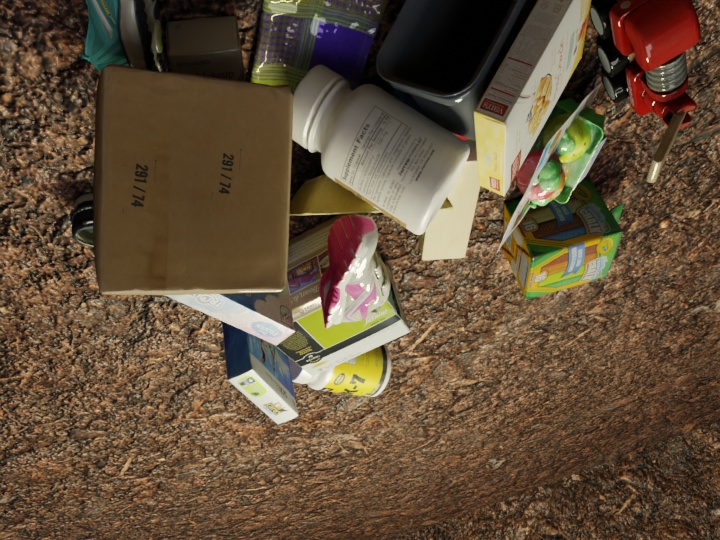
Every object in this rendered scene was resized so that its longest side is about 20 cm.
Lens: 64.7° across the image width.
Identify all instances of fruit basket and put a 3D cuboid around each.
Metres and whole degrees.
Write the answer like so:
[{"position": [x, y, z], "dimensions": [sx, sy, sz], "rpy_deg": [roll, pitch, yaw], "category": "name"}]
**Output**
[{"position": [0.264, -0.138, 0.785], "dimensions": [0.092, 0.201, 0.188], "rpy_deg": [28, 140, 14], "category": "fruit basket"}]

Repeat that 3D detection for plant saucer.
[{"position": [0.002, -0.103, 0.775], "dimensions": [0.193, 0.200, 0.050], "rpy_deg": [-4, 96, -15], "category": "plant saucer"}]

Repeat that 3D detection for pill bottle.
[{"position": [-0.046, 0.180, 1.118], "dimensions": [0.195, 0.117, 0.115], "rpy_deg": [15, 134, -32], "category": "pill bottle"}, {"position": [0.016, -0.141, 0.646], "dimensions": [0.197, 0.115, 0.116], "rpy_deg": [33, 135, 7], "category": "pill bottle"}]

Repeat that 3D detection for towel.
[{"position": [-0.046, -0.271, 0.646], "dimensions": [0.139, 0.023, 0.202], "rpy_deg": [3, 138, -24], "category": "towel"}]

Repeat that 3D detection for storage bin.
[{"position": [0.119, -0.249, 0.618], "dimensions": [0.204, 0.143, 0.134], "rpy_deg": [-61, 147, -4], "category": "storage bin"}]

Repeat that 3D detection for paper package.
[{"position": [-0.166, -0.084, 0.569], "dimensions": [0.184, 0.103, 0.208], "rpy_deg": [0, 95, -22], "category": "paper package"}]

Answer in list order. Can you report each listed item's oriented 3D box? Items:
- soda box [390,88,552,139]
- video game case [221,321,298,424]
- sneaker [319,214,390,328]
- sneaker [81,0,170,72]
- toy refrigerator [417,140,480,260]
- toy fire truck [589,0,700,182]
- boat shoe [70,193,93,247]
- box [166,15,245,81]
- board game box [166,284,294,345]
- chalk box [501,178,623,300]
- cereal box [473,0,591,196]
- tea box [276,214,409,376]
[{"position": [0.138, -0.211, 0.728], "dimensions": [0.193, 0.070, 0.064], "rpy_deg": [-8, 172, -9], "category": "soda box"}, {"position": [-0.167, 0.120, 0.930], "dimensions": [0.044, 0.204, 0.183], "rpy_deg": [-20, 143, 5], "category": "video game case"}, {"position": [0.000, 0.000, 0.746], "dimensions": [0.085, 0.084, 0.202], "rpy_deg": [-3, 148, -15], "category": "sneaker"}, {"position": [-0.251, -0.225, 0.607], "dimensions": [0.077, 0.079, 0.204], "rpy_deg": [9, 134, 0], "category": "sneaker"}, {"position": [0.132, -0.110, 0.867], "dimensions": [0.073, 0.072, 0.203], "rpy_deg": [-4, 140, -3], "category": "toy refrigerator"}, {"position": [0.356, -0.231, 0.687], "dimensions": [0.126, 0.204, 0.176], "rpy_deg": [-27, 141, 15], "category": "toy fire truck"}, {"position": [-0.298, -0.049, 0.795], "dimensions": [0.194, 0.062, 0.076], "rpy_deg": [7, 137, -26], "category": "boat shoe"}, {"position": [-0.168, -0.183, 0.671], "dimensions": [0.079, 0.070, 0.203], "rpy_deg": [-9, 142, -8], "category": "box"}, {"position": [-0.177, -0.026, 0.751], "dimensions": [0.043, 0.204, 0.198], "rpy_deg": [-32, 140, 23], "category": "board game box"}, {"position": [0.352, -0.057, 0.959], "dimensions": [0.193, 0.127, 0.126], "rpy_deg": [-15, 143, 1], "category": "chalk box"}, {"position": [0.183, -0.199, 0.600], "dimensions": [0.204, 0.039, 0.144], "rpy_deg": [-60, 158, -10], "category": "cereal box"}, {"position": [-0.050, 0.044, 0.934], "dimensions": [0.195, 0.137, 0.198], "rpy_deg": [-25, 142, 11], "category": "tea box"}]
